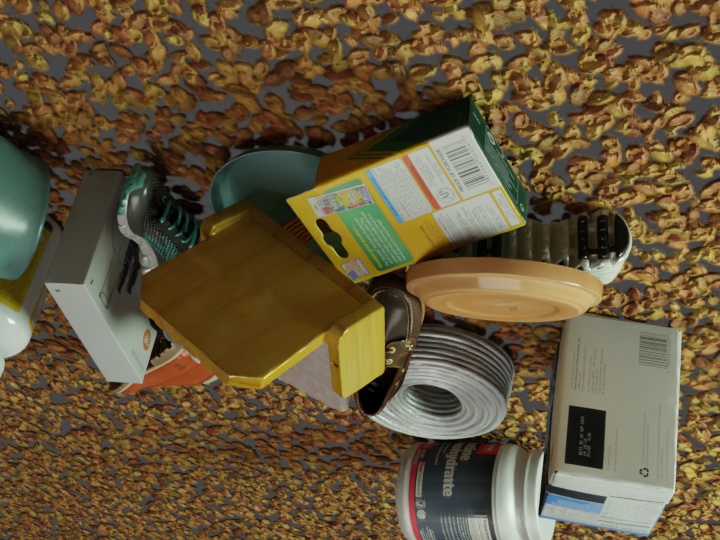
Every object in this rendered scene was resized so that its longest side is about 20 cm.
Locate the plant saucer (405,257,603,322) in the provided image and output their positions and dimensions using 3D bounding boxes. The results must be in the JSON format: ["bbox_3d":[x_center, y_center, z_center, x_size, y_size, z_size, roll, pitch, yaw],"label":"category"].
[{"bbox_3d":[0.143,0.024,1.172,0.197,0.033,0.200,5,169,1],"label":"plant saucer"}]

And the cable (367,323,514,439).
[{"bbox_3d":[0.089,0.138,1.432,0.198,0.070,0.200,25,144,-17],"label":"cable"}]

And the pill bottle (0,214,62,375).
[{"bbox_3d":[-0.418,0.028,1.327,0.110,0.202,0.113,9,146,6],"label":"pill bottle"}]

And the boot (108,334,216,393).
[{"bbox_3d":[-0.255,0.130,1.542,0.107,0.076,0.199,30,143,-32],"label":"boot"}]

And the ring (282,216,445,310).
[{"bbox_3d":[0.000,0.000,1.262,0.197,0.019,0.201,9,145,6],"label":"ring"}]

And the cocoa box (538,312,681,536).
[{"bbox_3d":[0.276,0.171,1.298,0.131,0.202,0.132,8,147,5],"label":"cocoa box"}]

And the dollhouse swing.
[{"bbox_3d":[-0.104,0.061,1.172,0.199,0.176,0.183,36,154,23],"label":"dollhouse swing"}]

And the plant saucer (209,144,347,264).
[{"bbox_3d":[-0.060,-0.068,1.223,0.197,0.028,0.201,9,145,6],"label":"plant saucer"}]

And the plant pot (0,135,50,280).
[{"bbox_3d":[-0.431,-0.077,1.207,0.186,0.203,0.199,14,150,-31],"label":"plant pot"}]

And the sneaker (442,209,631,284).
[{"bbox_3d":[0.172,-0.018,1.181,0.197,0.076,0.081,6,155,11],"label":"sneaker"}]

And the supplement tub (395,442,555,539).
[{"bbox_3d":[0.158,0.307,1.591,0.197,0.142,0.141,-3,144,22],"label":"supplement tub"}]

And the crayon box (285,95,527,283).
[{"bbox_3d":[0.045,-0.072,1.117,0.198,0.052,0.126,-19,126,25],"label":"crayon box"}]

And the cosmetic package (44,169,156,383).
[{"bbox_3d":[-0.275,0.010,1.298,0.051,0.152,0.201,4,146,13],"label":"cosmetic package"}]

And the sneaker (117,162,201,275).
[{"bbox_3d":[-0.201,-0.046,1.261,0.090,0.078,0.201,9,154,10],"label":"sneaker"}]

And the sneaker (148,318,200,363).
[{"bbox_3d":[-0.186,0.045,1.285,0.087,0.074,0.200,38,-177,-4],"label":"sneaker"}]

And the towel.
[{"bbox_3d":[-0.093,0.077,1.393,0.198,0.032,0.192,26,150,14],"label":"towel"}]

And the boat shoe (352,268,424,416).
[{"bbox_3d":[0.027,0.085,1.282,0.069,0.071,0.201,15,138,10],"label":"boat shoe"}]
